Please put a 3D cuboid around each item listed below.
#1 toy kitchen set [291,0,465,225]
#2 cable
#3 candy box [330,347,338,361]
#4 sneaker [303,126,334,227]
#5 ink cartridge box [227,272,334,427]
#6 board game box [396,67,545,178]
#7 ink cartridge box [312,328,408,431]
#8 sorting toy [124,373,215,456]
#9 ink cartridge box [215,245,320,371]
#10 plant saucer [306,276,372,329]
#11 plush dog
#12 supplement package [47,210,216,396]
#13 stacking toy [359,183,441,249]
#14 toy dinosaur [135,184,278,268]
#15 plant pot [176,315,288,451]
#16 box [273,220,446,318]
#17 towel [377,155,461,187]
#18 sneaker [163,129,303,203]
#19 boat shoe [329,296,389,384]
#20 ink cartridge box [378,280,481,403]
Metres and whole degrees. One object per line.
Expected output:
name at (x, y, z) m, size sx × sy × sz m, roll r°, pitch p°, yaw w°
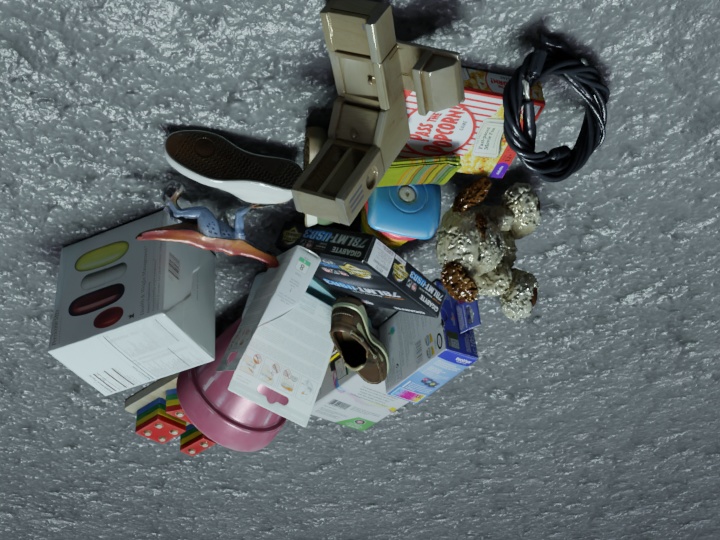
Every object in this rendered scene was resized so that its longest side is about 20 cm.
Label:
toy kitchen set at (0.015, -0.184, 1.262) m, size 0.161 × 0.181 × 0.202 m, roll 16°, pitch 142°, yaw 26°
cable at (0.258, -0.196, 1.366) m, size 0.050 × 0.166 × 0.199 m, roll 8°, pitch 161°, yaw 45°
candy box at (-0.105, 0.149, 1.893) m, size 0.101 × 0.027 × 0.200 m, roll 24°, pitch 135°, yaw -28°
sneaker at (-0.035, -0.133, 1.488) m, size 0.088 × 0.068 × 0.201 m, roll -3°, pitch 148°, yaw -7°
ink cartridge box at (-0.125, 0.127, 1.697) m, size 0.159 × 0.203 × 0.047 m, roll 30°, pitch 158°, yaw -29°
board game box at (0.127, -0.202, 1.425) m, size 0.196 × 0.047 × 0.152 m, roll 7°, pitch 142°, yaw -15°
ink cartridge box at (0.010, 0.201, 1.927) m, size 0.143 × 0.085 × 0.199 m, roll 23°, pitch 136°, yaw -33°
sorting toy at (-0.309, 0.273, 1.999) m, size 0.197 × 0.071 × 0.199 m, roll -30°, pitch 137°, yaw 30°
ink cartridge box at (-0.138, 0.068, 1.567) m, size 0.050 × 0.203 × 0.161 m, roll 27°, pitch 167°, yaw -13°
plant saucer at (-0.057, 0.046, 1.748) m, size 0.069 × 0.019 × 0.200 m, roll 0°, pitch 153°, yaw 37°
plush dog at (0.165, -0.037, 1.523) m, size 0.158 × 0.204 × 0.171 m, roll -1°, pitch 169°, yaw 31°
supplement package at (-0.336, 0.049, 1.586) m, size 0.197 × 0.194 × 0.147 m, roll -18°, pitch 142°, yaw 17°
stacking toy at (0.036, -0.067, 1.567) m, size 0.108 × 0.118 × 0.200 m, roll 10°, pitch 153°, yaw -15°
toy dinosaur at (-0.207, -0.041, 1.527) m, size 0.181 × 0.201 × 0.105 m, roll 41°, pitch 148°, yaw -7°
plant pot at (-0.186, 0.171, 1.790) m, size 0.198 × 0.201 × 0.180 m, roll 20°, pitch 121°, yaw -31°
box at (0.000, 0.000, 1.604) m, size 0.198 × 0.050 × 0.198 m, roll 11°, pitch 159°, yaw 43°
towel at (0.033, -0.126, 1.428) m, size 0.196 × 0.018 × 0.086 m, roll -6°, pitch 164°, yaw -15°
sneaker at (-0.182, -0.130, 1.464) m, size 0.197 × 0.074 × 0.085 m, roll 17°, pitch 155°, yaw -16°
boat shoe at (-0.008, 0.133, 1.725) m, size 0.073 × 0.076 × 0.204 m, roll -4°, pitch 138°, yaw 23°
ink cartridge box at (0.121, 0.115, 1.779) m, size 0.075 × 0.138 × 0.200 m, roll 17°, pitch 139°, yaw -30°
